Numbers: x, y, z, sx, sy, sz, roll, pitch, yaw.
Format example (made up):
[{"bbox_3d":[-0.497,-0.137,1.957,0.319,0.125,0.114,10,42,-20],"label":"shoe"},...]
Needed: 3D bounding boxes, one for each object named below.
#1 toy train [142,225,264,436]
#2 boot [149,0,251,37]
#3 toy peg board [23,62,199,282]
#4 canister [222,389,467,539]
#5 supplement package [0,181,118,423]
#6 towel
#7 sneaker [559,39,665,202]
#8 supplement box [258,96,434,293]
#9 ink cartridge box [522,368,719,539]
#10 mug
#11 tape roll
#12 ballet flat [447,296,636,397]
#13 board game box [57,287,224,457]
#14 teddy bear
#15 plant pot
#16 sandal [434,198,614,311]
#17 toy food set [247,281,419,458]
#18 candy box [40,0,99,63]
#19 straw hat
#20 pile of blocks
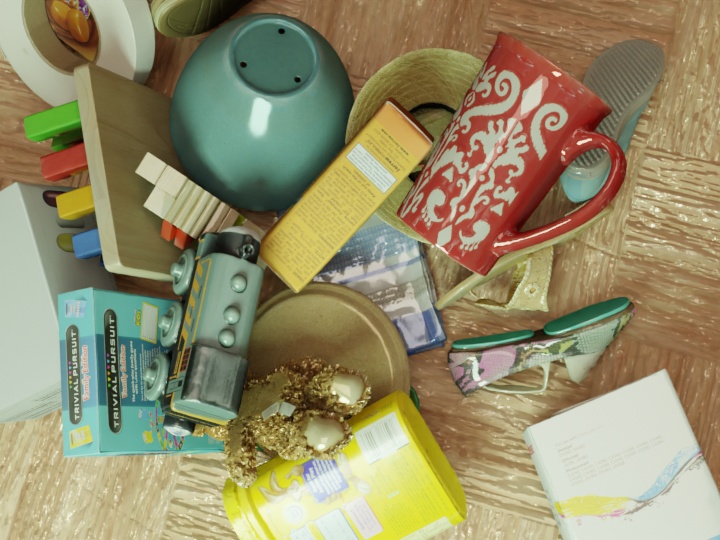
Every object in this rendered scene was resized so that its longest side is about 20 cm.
[{"bbox_3d":[-0.140,0.055,1.251,0.084,0.114,0.203,21,71,-25],"label":"toy train"},{"bbox_3d":[-0.180,-0.343,1.418,0.155,0.072,0.199,45,57,12],"label":"boot"},{"bbox_3d":[-0.247,-0.081,1.353,0.096,0.200,0.203,-14,80,20],"label":"toy peg board"},{"bbox_3d":[-0.012,0.223,1.292,0.198,0.087,0.150,-29,105,11],"label":"canister"},{"bbox_3d":[-0.337,0.035,1.346,0.154,0.110,0.203,-24,79,27],"label":"supplement package"},{"bbox_3d":[0.000,0.000,1.394,0.145,0.024,0.203,-16,80,3],"label":"towel"},{"bbox_3d":[0.254,-0.155,1.380,0.073,0.082,0.201,27,61,18],"label":"sneaker"},{"bbox_3d":[-0.016,-0.074,1.303,0.069,0.067,0.200,40,100,-4],"label":"supplement box"},{"bbox_3d":[0.257,0.218,1.273,0.144,0.147,0.203,-22,80,1],"label":"ink cartridge box"},{"bbox_3d":[0.139,-0.099,1.259,0.133,0.178,0.201,30,99,-32],"label":"mug"},{"bbox_3d":[-0.304,-0.260,1.391,0.202,0.204,0.037,36,42,10],"label":"tape roll"},{"bbox_3d":[0.188,0.084,1.348,0.197,0.069,0.072,-15,97,6],"label":"ballet flat"},{"bbox_3d":[-0.212,0.104,1.306,0.046,0.199,0.154,-9,79,28],"label":"board game box"},{"bbox_3d":[-0.074,0.141,1.272,0.198,0.067,0.147,-18,45,27],"label":"teddy bear"},{"bbox_3d":[-0.093,-0.180,1.346,0.196,0.135,0.203,3,67,-8],"label":"plant pot"},{"bbox_3d":[0.181,0.006,1.352,0.210,0.078,0.070,-32,82,-7],"label":"sandal"},{"bbox_3d":[-0.042,0.113,1.354,0.197,0.049,0.201,-22,86,15],"label":"toy food set"},{"bbox_3d":[-0.287,-0.335,1.397,0.116,0.056,0.201,35,129,11],"label":"candy box"},{"bbox_3d":[0.078,-0.126,1.377,0.197,0.085,0.205,0,96,-3],"label":"straw hat"},{"bbox_3d":[-0.166,-0.050,1.341,0.082,0.199,0.063,30,86,47],"label":"pile of blocks"}]
